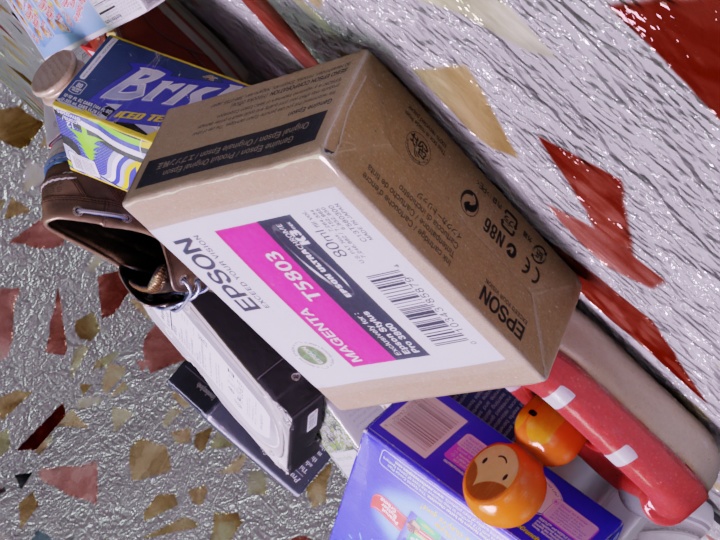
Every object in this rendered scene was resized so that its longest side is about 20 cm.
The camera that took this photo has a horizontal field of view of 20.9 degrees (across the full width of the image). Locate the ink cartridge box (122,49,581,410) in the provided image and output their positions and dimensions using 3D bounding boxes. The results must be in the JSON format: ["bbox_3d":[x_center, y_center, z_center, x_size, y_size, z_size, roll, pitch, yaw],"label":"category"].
[{"bbox_3d":[-0.004,-0.014,1.064,0.164,0.075,0.200,-13,133,44],"label":"ink cartridge box"}]

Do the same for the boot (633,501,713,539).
[{"bbox_3d":[0.162,0.207,1.407,0.198,0.096,0.074,5,156,-11],"label":"boot"}]

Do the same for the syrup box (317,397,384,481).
[{"bbox_3d":[-0.001,0.088,1.448,0.201,0.081,0.079,55,160,-4],"label":"syrup box"}]

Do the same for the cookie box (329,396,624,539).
[{"bbox_3d":[0.063,0.202,1.301,0.171,0.075,0.201,35,133,20],"label":"cookie box"}]

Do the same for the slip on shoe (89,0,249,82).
[{"bbox_3d":[-0.166,-0.177,1.320,0.200,0.061,0.074,42,175,-4],"label":"slip on shoe"}]

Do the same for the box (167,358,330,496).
[{"bbox_3d":[-0.044,0.063,1.602,0.107,0.200,0.148,43,174,-19],"label":"box"}]

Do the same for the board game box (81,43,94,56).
[{"bbox_3d":[-0.126,-0.130,1.473,0.151,0.046,0.200,44,174,-19],"label":"board game box"}]

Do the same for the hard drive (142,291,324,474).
[{"bbox_3d":[-0.103,0.050,1.439,0.200,0.038,0.140,50,163,15],"label":"hard drive"}]

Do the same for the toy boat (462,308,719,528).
[{"bbox_3d":[0.112,0.099,1.192,0.200,0.131,0.130,42,174,-9],"label":"toy boat"}]

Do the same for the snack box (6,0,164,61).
[{"bbox_3d":[-0.182,-0.183,1.245,0.072,0.024,0.200,57,156,-12],"label":"snack box"}]

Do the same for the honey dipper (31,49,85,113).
[{"bbox_3d":[-0.143,-0.071,1.311,0.200,0.038,0.038,46,173,-37],"label":"honey dipper"}]

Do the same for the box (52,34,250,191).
[{"bbox_3d":[-0.086,-0.073,1.196,0.199,0.070,0.065,22,146,20],"label":"box"}]

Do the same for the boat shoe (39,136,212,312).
[{"bbox_3d":[-0.128,-0.011,1.298,0.199,0.073,0.072,27,145,-21],"label":"boat shoe"}]

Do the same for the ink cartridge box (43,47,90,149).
[{"bbox_3d":[-0.170,-0.086,1.644,0.200,0.084,0.176,45,-166,-30],"label":"ink cartridge box"}]

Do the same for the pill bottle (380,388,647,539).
[{"bbox_3d":[0.114,0.108,1.333,0.200,0.111,0.111,40,174,15],"label":"pill bottle"}]
